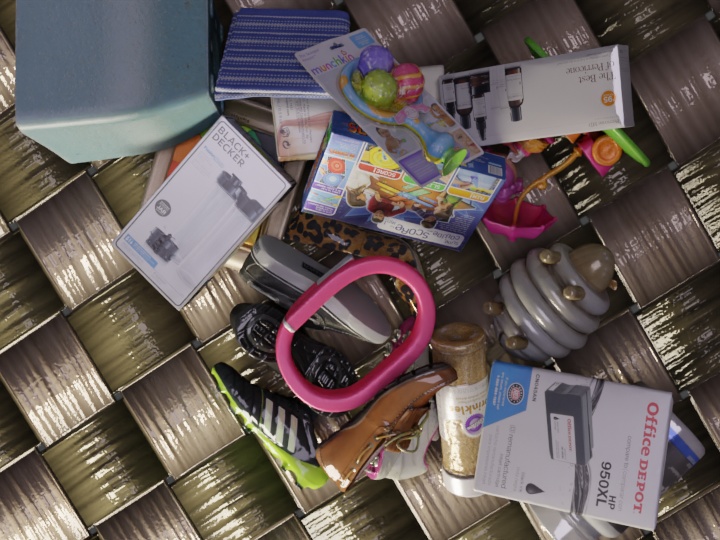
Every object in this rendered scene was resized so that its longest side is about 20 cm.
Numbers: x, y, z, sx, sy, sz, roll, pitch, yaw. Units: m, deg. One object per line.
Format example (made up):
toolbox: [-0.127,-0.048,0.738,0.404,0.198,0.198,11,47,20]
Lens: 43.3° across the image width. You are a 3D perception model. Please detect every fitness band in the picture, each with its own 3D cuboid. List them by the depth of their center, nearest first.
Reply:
fitness band: [-0.005,0.071,1.033,0.199,0.037,0.144,-41,104,6]

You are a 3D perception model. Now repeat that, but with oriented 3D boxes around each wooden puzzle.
wooden puzzle: [-0.167,-0.110,1.105,0.181,0.037,0.204,18,96,1]

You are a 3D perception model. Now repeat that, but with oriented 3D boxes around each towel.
towel: [-0.084,-0.244,1.022,0.141,0.202,0.024,1,130,1]

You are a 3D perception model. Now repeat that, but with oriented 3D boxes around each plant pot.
plant pot: [-0.255,-0.238,1.013,0.195,0.196,0.201,-2,86,-2]

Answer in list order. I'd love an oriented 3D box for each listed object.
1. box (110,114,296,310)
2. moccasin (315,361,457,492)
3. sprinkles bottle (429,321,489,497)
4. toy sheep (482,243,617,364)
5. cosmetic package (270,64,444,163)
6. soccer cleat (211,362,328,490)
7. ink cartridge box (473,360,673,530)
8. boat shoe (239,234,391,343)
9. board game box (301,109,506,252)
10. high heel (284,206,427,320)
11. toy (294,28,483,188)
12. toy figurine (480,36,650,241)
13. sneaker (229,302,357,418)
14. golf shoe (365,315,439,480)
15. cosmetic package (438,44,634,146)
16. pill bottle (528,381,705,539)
box: [-0.182,-0.069,1.060,0.117,0.060,0.200,44,97,-3]
moccasin: [0.035,0.178,1.026,0.201,0.073,0.078,-42,75,14]
sprinkles bottle: [0.123,0.166,1.076,0.066,0.068,0.205,-6,111,3]
toy sheep: [0.214,0.041,1.054,0.199,0.138,0.139,-40,92,25]
cosmetic package: [-0.003,-0.178,1.045,0.195,0.103,0.090,-7,94,-3]
soccer cleat: [-0.102,0.180,1.122,0.081,0.067,0.200,-43,93,-12]
ink cartridge box: [0.236,0.189,1.001,0.195,0.084,0.148,8,83,19]
boat shoe: [-0.054,0.035,1.098,0.198,0.071,0.064,34,115,-8]
board game box: [0.045,-0.094,1.001,0.195,0.136,0.035,14,53,-12]
high heel: [0.000,0.000,1.088,0.140,0.071,0.204,-24,81,2]
toy: [0.038,-0.185,0.939,0.201,0.114,0.047,50,139,12]
toy figurine: [0.196,-0.127,1.038,0.199,0.151,0.184,42,105,-11]
sneaker: [-0.080,0.101,1.105,0.076,0.090,0.200,-48,113,-8]
golf shoe: [0.061,0.159,1.112,0.090,0.075,0.205,14,94,-21]
cosmetic package: [0.182,-0.179,0.956,0.196,0.050,0.085,-4,99,30]
pill bottle: [0.298,0.240,1.076,0.114,0.114,0.200,44,97,-2]
